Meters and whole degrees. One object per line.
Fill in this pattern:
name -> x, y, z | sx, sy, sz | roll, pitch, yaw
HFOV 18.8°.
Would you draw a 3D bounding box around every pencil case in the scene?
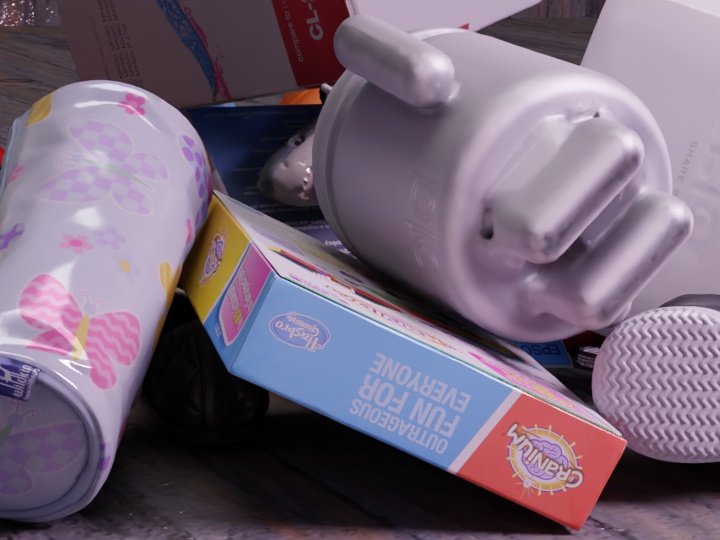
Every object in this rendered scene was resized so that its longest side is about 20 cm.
pencil case -> -0.119, 0.007, 0.856 | 0.090, 0.083, 0.200 | 14, 38, 2

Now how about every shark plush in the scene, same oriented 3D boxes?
shark plush -> 0.011, -0.094, 1.106 | 0.083, 0.091, 0.200 | -5, 39, 19

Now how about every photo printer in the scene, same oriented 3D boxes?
photo printer -> 0.182, -0.029, 0.991 | 0.199, 0.167, 0.069 | 25, 8, 29

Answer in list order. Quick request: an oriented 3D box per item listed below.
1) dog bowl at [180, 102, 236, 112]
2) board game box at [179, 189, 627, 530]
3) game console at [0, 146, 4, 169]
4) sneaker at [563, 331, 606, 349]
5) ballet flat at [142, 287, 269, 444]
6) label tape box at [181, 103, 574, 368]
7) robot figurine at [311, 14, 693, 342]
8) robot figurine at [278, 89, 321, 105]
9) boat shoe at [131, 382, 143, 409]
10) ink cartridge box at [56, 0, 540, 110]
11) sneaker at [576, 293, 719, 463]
dog bowl -> -0.130, -0.047, 1.204 | 0.111, 0.050, 0.200 | -10, 27, 29
board game box -> 0.007, 0.030, 0.887 | 0.153, 0.040, 0.200 | 26, 5, -14
game console -> -0.264, -0.008, 1.055 | 0.177, 0.031, 0.200 | -33, 5, 10
sneaker -> 0.162, 0.020, 1.084 | 0.115, 0.079, 0.200 | -16, 6, -32
ballet flat -> -0.076, 0.030, 0.995 | 0.066, 0.057, 0.200 | -3, 12, -14
label tape box -> 0.000, 0.000, 1.090 | 0.143, 0.066, 0.200 | -4, 45, -25
robot figurine -> 0.052, -0.040, 0.916 | 0.113, 0.170, 0.200 | -43, 30, -11
robot figurine -> -0.003, -0.072, 1.392 | 0.143, 0.117, 0.200 | 3, 10, -4
boat shoe -> -0.182, 0.027, 0.970 | 0.200, 0.072, 0.059 | 16, 18, 42
ink cartridge box -> -0.034, -0.141, 1.093 | 0.199, 0.083, 0.146 | -5, 18, 42
sneaker -> 0.187, 0.046, 0.897 | 0.199, 0.076, 0.114 | 7, 4, -5
